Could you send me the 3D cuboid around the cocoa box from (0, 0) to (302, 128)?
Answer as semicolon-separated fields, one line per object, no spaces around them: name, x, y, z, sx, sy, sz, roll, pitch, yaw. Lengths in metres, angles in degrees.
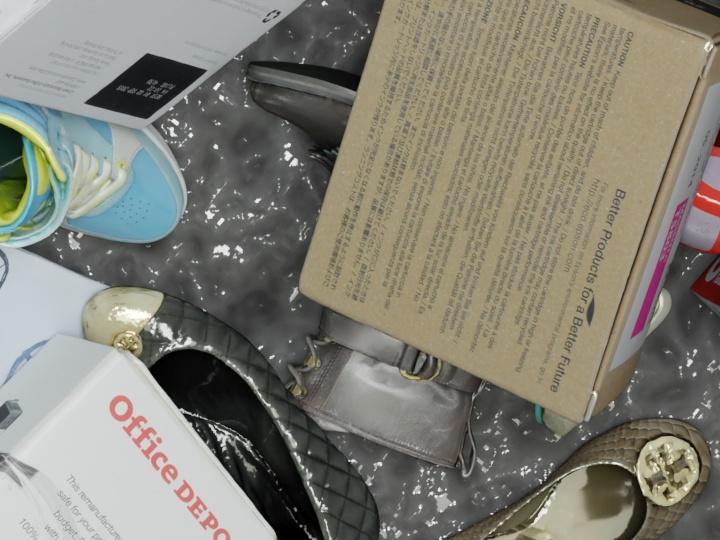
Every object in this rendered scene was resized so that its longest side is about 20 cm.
cocoa box;-0.130;-0.164;1.394;0.133;0.200;0.132;-37;74;16

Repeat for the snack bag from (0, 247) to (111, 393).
snack bag;-0.220;0.066;1.502;0.200;0.021;0.189;27;95;-50

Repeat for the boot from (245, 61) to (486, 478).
boot;0.000;0.000;1.555;0.199;0.069;0.175;27;100;1

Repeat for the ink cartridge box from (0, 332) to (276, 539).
ink cartridge box;-0.161;0.151;1.493;0.200;0.084;0.145;-45;115;-17

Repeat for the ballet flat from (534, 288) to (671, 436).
ballet flat;0.138;-0.007;1.557;0.062;0.067;0.201;12;95;19

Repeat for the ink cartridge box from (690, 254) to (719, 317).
ink cartridge box;0.267;-0.020;1.504;0.084;0.200;0.176;41;91;-6

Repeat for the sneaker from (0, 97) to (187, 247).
sneaker;-0.153;-0.042;1.474;0.200;0.131;0.080;32;110;-37

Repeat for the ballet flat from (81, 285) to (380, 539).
ballet flat;-0.064;0.082;1.536;0.200;0.057;0.066;43;116;-10

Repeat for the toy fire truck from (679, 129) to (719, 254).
toy fire truck;0.148;-0.104;1.509;0.140;0.049;0.201;8;58;-4

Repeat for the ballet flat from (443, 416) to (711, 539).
ballet flat;0.098;0.140;1.581;0.199;0.046;0.068;-27;97;-2

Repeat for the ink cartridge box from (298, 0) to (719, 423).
ink cartridge box;0.078;-0.053;1.439;0.164;0.075;0.201;25;111;17
